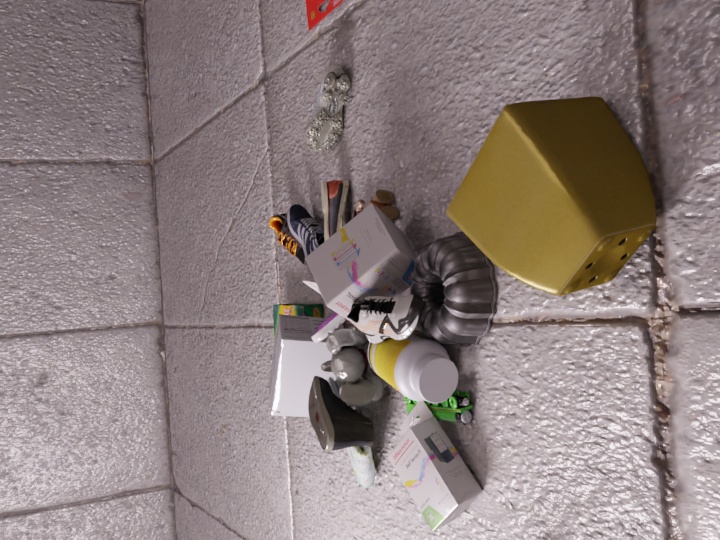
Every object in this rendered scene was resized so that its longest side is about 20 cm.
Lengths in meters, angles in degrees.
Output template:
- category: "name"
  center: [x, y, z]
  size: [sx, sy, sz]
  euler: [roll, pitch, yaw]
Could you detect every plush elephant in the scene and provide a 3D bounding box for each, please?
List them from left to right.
- category: "plush elephant"
  center: [-0.008, 0.189, 1.647]
  size: [0.199, 0.152, 0.169]
  euler: [-18, 77, 61]

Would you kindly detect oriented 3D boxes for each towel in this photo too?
- category: "towel"
  center: [-0.020, 0.346, 1.735]
  size: [0.172, 0.047, 0.202]
  euler: [79, 169, -55]

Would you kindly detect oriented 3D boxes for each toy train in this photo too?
- category: "toy train"
  center: [0.142, 0.252, 1.495]
  size: [0.199, 0.041, 0.058]
  euler: [-10, 94, 62]

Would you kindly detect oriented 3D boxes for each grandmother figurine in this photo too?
- category: "grandmother figurine"
  center: [0.009, -0.091, 1.695]
  size: [0.200, 0.059, 0.123]
  euler: [-49, 42, 50]

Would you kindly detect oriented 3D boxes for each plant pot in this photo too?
- category: "plant pot"
  center: [0.269, -0.085, 1.069]
  size: [0.202, 0.192, 0.196]
  euler: [58, 141, 29]

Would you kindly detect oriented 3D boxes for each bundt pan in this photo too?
- category: "bundt pan"
  center: [0.151, 0.035, 1.417]
  size: [0.201, 0.074, 0.207]
  euler: [11, 103, 62]

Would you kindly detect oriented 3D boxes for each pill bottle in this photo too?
- category: "pill bottle"
  center: [0.097, 0.171, 1.477]
  size: [0.199, 0.110, 0.115]
  euler: [-153, 64, -65]

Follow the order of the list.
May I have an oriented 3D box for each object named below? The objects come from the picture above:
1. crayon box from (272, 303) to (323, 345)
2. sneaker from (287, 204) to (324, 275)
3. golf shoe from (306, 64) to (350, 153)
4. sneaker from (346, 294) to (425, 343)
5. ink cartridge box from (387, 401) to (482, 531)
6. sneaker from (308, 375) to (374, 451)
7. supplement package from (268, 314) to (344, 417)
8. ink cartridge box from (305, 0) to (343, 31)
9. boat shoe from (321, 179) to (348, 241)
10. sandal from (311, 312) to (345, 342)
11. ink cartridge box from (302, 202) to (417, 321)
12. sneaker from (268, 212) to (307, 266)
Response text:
- category: "crayon box"
  center: [-0.158, 0.145, 2.034]
  size: [0.199, 0.057, 0.122]
  euler: [-4, 89, 62]
- category: "sneaker"
  center: [-0.110, -0.093, 1.904]
  size: [0.203, 0.069, 0.109]
  euler: [66, 151, 23]
- category: "golf shoe"
  center: [-0.073, -0.367, 1.828]
  size: [0.098, 0.077, 0.202]
  euler: [-102, 30, -53]
- category: "sneaker"
  center: [0.042, 0.080, 1.440]
  size: [0.199, 0.079, 0.075]
  euler: [-27, 33, 56]
- category: "ink cartridge box"
  center: [0.121, 0.352, 1.471]
  size: [0.201, 0.066, 0.118]
  euler: [56, 141, 25]
- category: "sneaker"
  center: [-0.042, 0.293, 1.639]
  size: [0.201, 0.104, 0.076]
  euler: [-114, 35, -54]
- category: "supplement package"
  center: [-0.122, 0.221, 1.850]
  size: [0.111, 0.152, 0.204]
  euler: [-109, 27, -62]
- category: "ink cartridge box"
  center: [-0.104, -0.675, 1.863]
  size: [0.199, 0.044, 0.180]
  euler: [-11, 82, 62]
- category: "boat shoe"
  center: [-0.052, -0.101, 1.803]
  size: [0.071, 0.061, 0.205]
  euler: [-178, 85, -80]
- category: "sandal"
  center: [-0.033, 0.066, 1.656]
  size: [0.050, 0.203, 0.082]
  euler: [48, 151, -5]
- category: "ink cartridge box"
  center: [0.000, 0.000, 1.548]
  size: [0.199, 0.128, 0.126]
  euler: [-39, 52, 13]
- category: "sneaker"
  center: [-0.167, -0.075, 2.011]
  size: [0.201, 0.076, 0.079]
  euler: [52, 135, 45]
